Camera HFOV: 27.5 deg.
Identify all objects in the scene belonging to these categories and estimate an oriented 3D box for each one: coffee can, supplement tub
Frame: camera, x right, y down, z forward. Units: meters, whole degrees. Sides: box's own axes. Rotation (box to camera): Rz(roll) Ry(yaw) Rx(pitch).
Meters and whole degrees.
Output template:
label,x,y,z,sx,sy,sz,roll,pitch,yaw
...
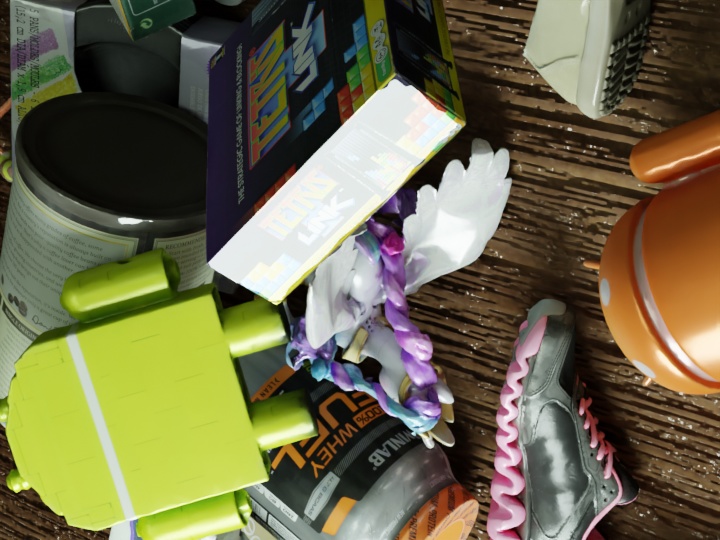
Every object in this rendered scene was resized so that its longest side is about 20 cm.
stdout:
label,x,y,z,sx,sy,sz,roll,pitch,yaw
coffee can,-0.172,0.004,0.990,0.146,0.146,0.202,35,126,23
supplement tub,-0.022,0.138,1.026,0.199,0.122,0.124,36,128,22

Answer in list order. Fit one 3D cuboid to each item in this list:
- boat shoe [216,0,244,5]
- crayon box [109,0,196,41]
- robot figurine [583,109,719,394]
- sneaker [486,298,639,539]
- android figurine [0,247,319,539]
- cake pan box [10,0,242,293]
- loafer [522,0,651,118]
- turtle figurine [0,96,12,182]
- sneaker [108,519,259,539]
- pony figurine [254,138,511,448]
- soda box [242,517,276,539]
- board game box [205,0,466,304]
label,x,y,z,sx,sy,sz,roll,pitch,yaw
boat shoe,-0.100,-0.270,0.947,0.070,0.070,0.201,17,141,41
crayon box,-0.178,-0.265,0.965,0.201,0.051,0.126,57,168,33
robot figurine,0.209,-0.002,0.772,0.143,0.118,0.199,30,143,-30
sneaker,0.132,0.113,0.932,0.094,0.079,0.203,8,117,13
android figurine,-0.130,0.084,0.898,0.197,0.041,0.184,-17,102,4
cake pan box,-0.158,-0.098,1.047,0.182,0.052,0.202,14,120,9
loafer,0.124,-0.181,0.792,0.068,0.076,0.202,21,122,25
turtle figurine,-0.232,-0.065,1.154,0.198,0.064,0.163,-6,105,42
sneaker,-0.089,0.176,0.980,0.145,0.081,0.202,23,120,11
pony figurine,0.000,0.000,0.944,0.200,0.165,0.195,40,143,35
soda box,-0.104,0.224,1.171,0.063,0.067,0.202,-9,103,42
board game box,-0.022,-0.107,0.857,0.056,0.201,0.165,31,123,-29
